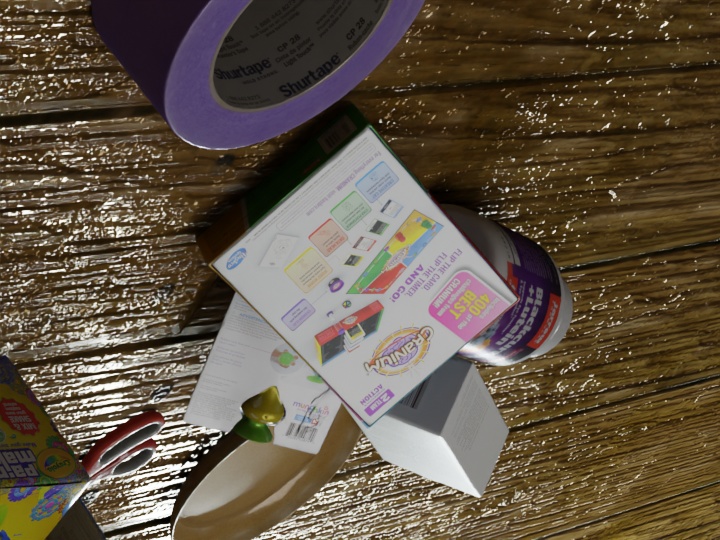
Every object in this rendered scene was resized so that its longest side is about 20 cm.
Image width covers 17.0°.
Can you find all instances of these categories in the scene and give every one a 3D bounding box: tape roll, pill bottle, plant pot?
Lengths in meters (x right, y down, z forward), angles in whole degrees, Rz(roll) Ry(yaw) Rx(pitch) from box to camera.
[{"bbox_3d":[-0.056,-0.173,1.444,0.199,0.085,0.200,-32,155,-17],"label":"tape roll"},{"bbox_3d":[0.100,0.017,1.961,0.111,0.112,0.200,-44,155,13],"label":"pill bottle"},{"bbox_3d":[-0.085,0.171,2.069,0.199,0.028,0.200,-31,154,-17],"label":"plant pot"}]

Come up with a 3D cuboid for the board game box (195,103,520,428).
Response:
[{"bbox_3d":[0.000,0.000,1.750,0.153,0.040,0.200,-40,123,3],"label":"board game box"}]

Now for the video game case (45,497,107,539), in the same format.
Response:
[{"bbox_3d":[-0.261,0.247,1.761,0.181,0.200,0.046,-35,118,-7],"label":"video game case"}]

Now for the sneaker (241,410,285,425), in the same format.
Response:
[{"bbox_3d":[-0.042,0.041,1.856,0.087,0.075,0.200,14,121,-48],"label":"sneaker"}]

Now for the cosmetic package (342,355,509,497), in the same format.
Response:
[{"bbox_3d":[0.057,0.123,2.073,0.072,0.101,0.200,-65,161,-14],"label":"cosmetic package"}]

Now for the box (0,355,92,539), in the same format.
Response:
[{"bbox_3d":[-0.323,0.165,1.605,0.193,0.122,0.200,-50,153,23],"label":"box"}]

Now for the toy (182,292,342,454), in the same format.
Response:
[{"bbox_3d":[-0.050,0.034,1.806,0.115,0.047,0.201,16,108,-22],"label":"toy"}]

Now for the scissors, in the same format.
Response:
[{"bbox_3d":[-0.237,0.170,1.873,0.199,0.014,0.073,-29,156,-20],"label":"scissors"}]
